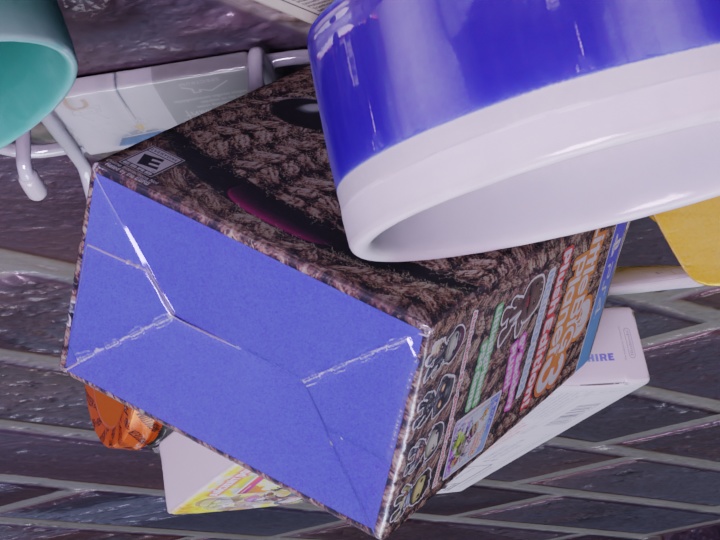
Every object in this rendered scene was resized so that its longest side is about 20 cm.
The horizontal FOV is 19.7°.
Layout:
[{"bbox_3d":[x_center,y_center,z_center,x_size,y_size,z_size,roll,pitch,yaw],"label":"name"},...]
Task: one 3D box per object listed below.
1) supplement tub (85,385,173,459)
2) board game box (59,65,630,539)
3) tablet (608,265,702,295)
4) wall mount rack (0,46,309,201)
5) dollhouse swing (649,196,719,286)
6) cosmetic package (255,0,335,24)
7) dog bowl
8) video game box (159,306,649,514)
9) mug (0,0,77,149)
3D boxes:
[{"bbox_3d":[-0.049,0.051,1.180,0.198,0.124,0.122,1,163,-25],"label":"supplement tub"},{"bbox_3d":[0.000,0.000,0.872,0.159,0.097,0.200,25,-151,21],"label":"board game box"},{"bbox_3d":[0.065,0.011,1.063,0.199,0.014,0.130,-5,-179,-31],"label":"tablet"},{"bbox_3d":[-0.087,-0.043,1.025,0.198,0.075,0.174,-8,157,8],"label":"wall mount rack"},{"bbox_3d":[0.207,0.005,1.028,0.180,0.177,0.200,-7,-169,2],"label":"dollhouse swing"},{"bbox_3d":[-0.031,-0.150,0.649,0.103,0.088,0.199,-16,163,31],"label":"cosmetic package"},{"bbox_3d":[0.084,-0.066,0.720,0.198,0.079,0.200,-13,173,-2],"label":"dog bowl"},{"bbox_3d":[0.016,0.072,1.045,0.181,0.047,0.200,-4,161,-29],"label":"video game box"},{"bbox_3d":[-0.195,-0.093,0.690,0.152,0.115,0.184,-30,168,36],"label":"mug"}]
